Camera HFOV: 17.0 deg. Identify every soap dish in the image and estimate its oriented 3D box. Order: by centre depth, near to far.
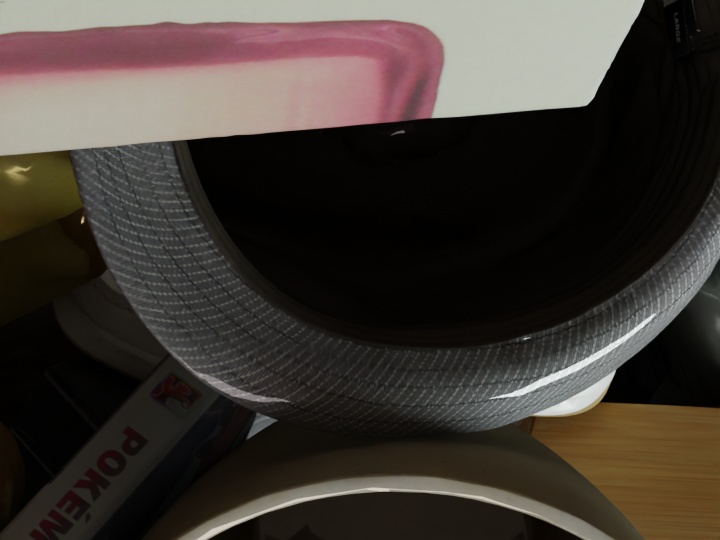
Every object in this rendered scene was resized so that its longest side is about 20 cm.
[{"bbox_3d":[0.130,0.105,0.877,0.198,0.082,0.158,3,158,-8],"label":"soap dish"}]

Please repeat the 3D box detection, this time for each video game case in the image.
[{"bbox_3d":[-0.094,0.115,0.708,0.182,0.023,0.201,-49,167,-41],"label":"video game case"}]

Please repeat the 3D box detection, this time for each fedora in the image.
[{"bbox_3d":[0.007,-0.046,0.637,0.199,0.178,0.090,-18,-177,-20],"label":"fedora"}]

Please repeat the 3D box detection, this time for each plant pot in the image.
[{"bbox_3d":[0.008,0.112,0.684,0.186,0.188,0.200,-19,-165,5],"label":"plant pot"}]

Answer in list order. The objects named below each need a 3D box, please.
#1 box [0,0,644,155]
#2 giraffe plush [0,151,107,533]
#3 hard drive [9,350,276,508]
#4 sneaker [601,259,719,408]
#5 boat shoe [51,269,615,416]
[{"bbox_3d":[-0.042,-0.106,0.505,0.198,0.129,0.109,-5,150,-18],"label":"box"},{"bbox_3d":[-0.144,0.025,0.644,0.199,0.163,0.173,0,148,-28],"label":"giraffe plush"},{"bbox_3d":[-0.094,0.099,0.836,0.139,0.038,0.201,-18,147,-54],"label":"hard drive"},{"bbox_3d":[0.124,0.048,0.919,0.090,0.076,0.200,-12,150,4],"label":"sneaker"},{"bbox_3d":[0.000,0.000,0.783,0.199,0.071,0.070,3,129,-24],"label":"boat shoe"}]
